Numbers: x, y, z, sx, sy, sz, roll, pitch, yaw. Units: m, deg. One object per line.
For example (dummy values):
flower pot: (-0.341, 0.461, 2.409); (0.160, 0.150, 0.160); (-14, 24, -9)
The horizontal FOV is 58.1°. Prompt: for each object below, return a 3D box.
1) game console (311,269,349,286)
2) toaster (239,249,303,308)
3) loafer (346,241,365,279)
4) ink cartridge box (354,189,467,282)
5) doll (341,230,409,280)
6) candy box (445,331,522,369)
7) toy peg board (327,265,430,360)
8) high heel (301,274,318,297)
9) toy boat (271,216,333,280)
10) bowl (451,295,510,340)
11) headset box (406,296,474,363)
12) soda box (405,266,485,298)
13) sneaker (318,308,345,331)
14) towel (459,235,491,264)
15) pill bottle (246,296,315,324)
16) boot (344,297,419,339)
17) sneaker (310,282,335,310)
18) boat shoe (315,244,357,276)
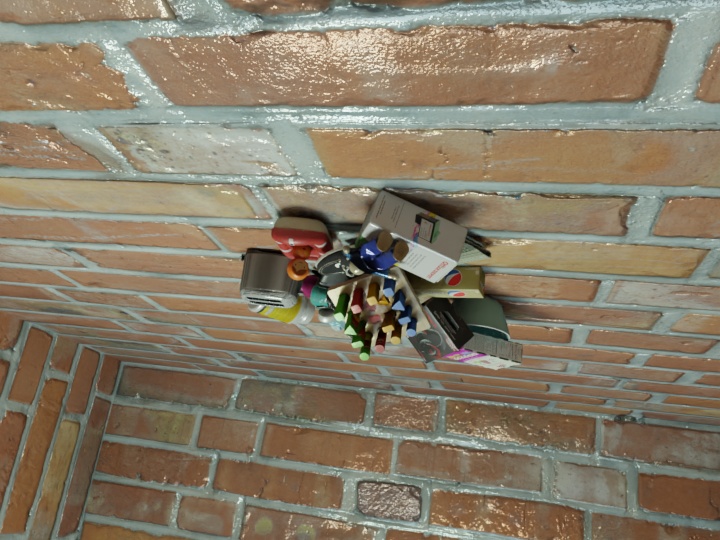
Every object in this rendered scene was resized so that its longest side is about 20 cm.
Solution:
game console: (-0.013, 0.001, 1.756); (0.198, 0.117, 0.177); (14, 130, -18)
toaster: (-0.245, 0.023, 1.747); (0.198, 0.131, 0.114); (7, 160, 6)
loafer: (0.000, 0.000, 1.630); (0.071, 0.074, 0.201); (-10, 138, 19)
ink cartridge box: (0.103, -0.067, 1.354); (0.198, 0.085, 0.145); (24, 159, -5)
doll: (0.027, -0.022, 1.351); (0.136, 0.049, 0.200); (30, 158, -16)
candy box: (0.345, 0.229, 1.860); (0.198, 0.062, 0.136); (16, 159, -19)
toy peg board: (0.043, 0.116, 1.582); (0.197, 0.098, 0.201); (-19, 119, 21)
high heel: (-0.087, 0.052, 1.853); (0.095, 0.068, 0.199); (6, 178, 39)
toy boat: (-0.139, -0.042, 1.514); (0.129, 0.132, 0.200); (5, 161, 10)
bowl: (0.329, 0.134, 1.848); (0.198, 0.106, 0.201); (8, 162, 3)
headset box: (0.205, 0.155, 1.762); (0.149, 0.075, 0.200); (54, 150, 1)
soda box: (0.216, 0.030, 1.666); (0.198, 0.065, 0.068); (0, 159, 23)
sneaker: (-0.064, 0.141, 1.864); (0.073, 0.083, 0.200); (10, -170, 24)
towel: (0.176, -0.059, 1.495); (0.192, 0.035, 0.199); (26, 157, -34)
pill bottle: (-0.239, 0.098, 1.984); (0.199, 0.113, 0.111); (24, 156, -36)
boot: (0.060, 0.120, 1.716); (0.198, 0.074, 0.151); (-20, 176, -16)
sneaker: (-0.078, 0.080, 1.752); (0.119, 0.085, 0.200); (9, -169, 3)
boat shoe: (-0.009, -0.020, 1.478); (0.198, 0.061, 0.074); (-16, 153, 11)
